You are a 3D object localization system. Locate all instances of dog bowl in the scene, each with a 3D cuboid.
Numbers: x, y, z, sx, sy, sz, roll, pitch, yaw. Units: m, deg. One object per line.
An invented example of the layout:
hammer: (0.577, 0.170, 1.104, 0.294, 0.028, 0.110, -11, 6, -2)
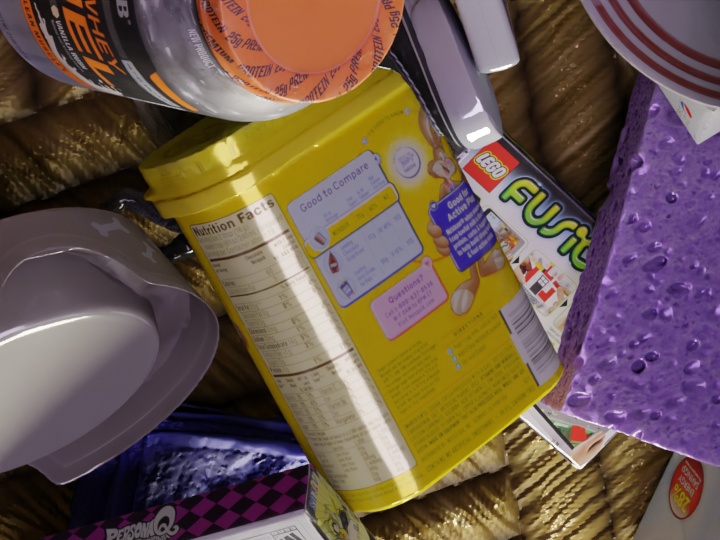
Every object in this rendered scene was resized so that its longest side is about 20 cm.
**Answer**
dog bowl: (-0.170, 0.044, 1.277, 0.200, 0.059, 0.200, -24, 154, -12)

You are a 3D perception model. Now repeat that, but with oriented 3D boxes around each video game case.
video game case: (-0.065, 0.184, 1.353, 0.200, 0.036, 0.181, -18, 131, 26)
video game case: (0.027, -0.215, 1.208, 0.024, 0.182, 0.200, -16, 121, 7)

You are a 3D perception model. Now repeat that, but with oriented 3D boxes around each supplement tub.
supplement tub: (-0.075, -0.133, 1.191, 0.122, 0.200, 0.123, -7, 103, -34)

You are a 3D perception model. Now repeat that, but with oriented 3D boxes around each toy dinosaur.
toy dinosaur: (-0.086, -0.028, 1.348, 0.088, 0.047, 0.200, -38, 116, 1)

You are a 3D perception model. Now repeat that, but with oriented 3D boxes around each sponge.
sponge: (0.173, -0.006, 1.414, 0.111, 0.030, 0.201, 18, 88, -27)

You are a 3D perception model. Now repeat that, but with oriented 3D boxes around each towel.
towel: (-0.093, 0.167, 1.440, 0.147, 0.050, 0.200, 8, 113, -21)

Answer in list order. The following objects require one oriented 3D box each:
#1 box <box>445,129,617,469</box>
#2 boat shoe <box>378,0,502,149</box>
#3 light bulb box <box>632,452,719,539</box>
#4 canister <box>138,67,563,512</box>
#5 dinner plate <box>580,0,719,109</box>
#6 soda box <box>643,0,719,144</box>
box: (0.090, 0.011, 1.430, 0.110, 0.035, 0.200, -45, 121, 7)
boat shoe: (0.003, -0.126, 1.244, 0.068, 0.200, 0.072, -30, 151, 6)
light bulb box: (0.268, 0.131, 1.457, 0.125, 0.198, 0.200, 15, 109, -23)
canister: (0.000, 0.000, 1.309, 0.148, 0.086, 0.200, -35, 105, -29)
dinner plate: (0.198, -0.171, 1.320, 0.200, 0.024, 0.201, 0, 78, -1)
soda box: (0.241, -0.148, 1.360, 0.200, 0.064, 0.068, -31, 79, -7)
